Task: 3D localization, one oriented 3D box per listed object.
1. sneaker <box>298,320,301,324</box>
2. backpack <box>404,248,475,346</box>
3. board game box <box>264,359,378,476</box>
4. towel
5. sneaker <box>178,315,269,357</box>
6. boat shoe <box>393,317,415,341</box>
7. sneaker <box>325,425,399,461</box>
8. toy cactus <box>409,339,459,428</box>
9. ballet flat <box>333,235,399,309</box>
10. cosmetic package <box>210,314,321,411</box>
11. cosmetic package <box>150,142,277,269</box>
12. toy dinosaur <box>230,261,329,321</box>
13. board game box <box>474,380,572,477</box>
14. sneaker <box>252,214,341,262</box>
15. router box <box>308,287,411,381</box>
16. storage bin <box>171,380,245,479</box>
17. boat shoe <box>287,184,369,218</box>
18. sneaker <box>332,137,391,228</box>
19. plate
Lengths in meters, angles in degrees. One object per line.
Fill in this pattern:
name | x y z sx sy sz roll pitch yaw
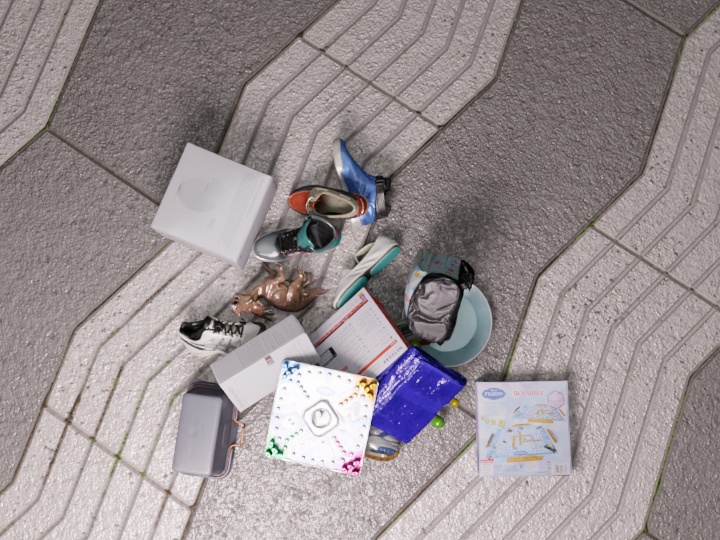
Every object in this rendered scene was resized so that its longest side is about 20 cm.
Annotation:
sneaker | -0.218 0.161 1.647 0.200 0.076 0.088 -42 79 -5
backpack | 0.156 0.035 1.580 0.126 0.200 0.168 23 117 -1
board game box | -0.079 0.295 1.522 0.198 0.026 0.202 12 95 1
towel | 0.102 0.258 1.545 0.147 0.050 0.200 33 114 -17
sneaker | -0.291 0.135 1.609 0.198 0.088 0.076 -9 50 16
boat shoe | 0.052 0.144 1.641 0.199 0.062 0.072 -27 81 9
sneaker | -0.009 0.336 1.607 0.199 0.075 0.089 22 52 -24
toy cactus | 0.116 0.242 1.634 0.164 0.102 0.201 -13 109 21
ballet flat | 0.000 0.000 1.680 0.069 0.069 0.200 44 80 5
cosmetic package | -0.191 0.188 1.561 0.199 0.102 0.074 -33 43 -8
cosmetic package | -0.310 -0.136 1.658 0.198 0.123 0.201 22 83 4
toy dinosaur | -0.171 0.057 1.656 0.198 0.086 0.137 12 82 -3
board game box | 0.347 0.338 1.643 0.198 0.041 0.202 0 83 0
sneaker | -0.134 -0.066 1.642 0.198 0.121 0.084 -11 82 -9
router box | -0.011 0.168 1.599 0.200 0.049 0.180 -41 57 9
storage bin | -0.318 0.338 1.591 0.144 0.134 0.202 8 83 1
boat shoe | -0.080 -0.144 1.657 0.198 0.062 0.072 9 107 28
sneaker | 0.009 -0.204 1.691 0.110 0.077 0.202 -15 87 3
plate | 0.189 0.111 1.680 0.198 0.026 0.202 0 82 -1
